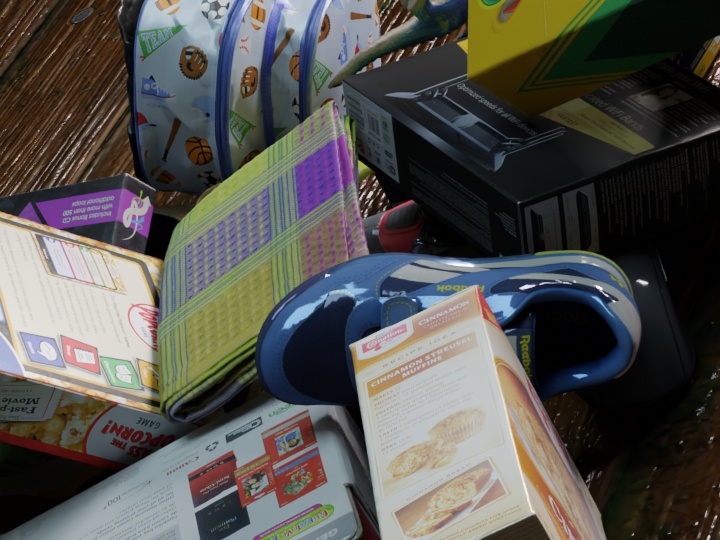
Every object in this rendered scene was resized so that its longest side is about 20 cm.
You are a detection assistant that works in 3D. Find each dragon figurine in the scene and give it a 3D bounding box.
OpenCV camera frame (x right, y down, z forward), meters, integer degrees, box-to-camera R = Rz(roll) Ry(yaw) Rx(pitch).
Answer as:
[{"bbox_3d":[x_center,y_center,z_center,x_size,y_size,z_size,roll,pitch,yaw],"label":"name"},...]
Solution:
[{"bbox_3d":[0.073,-0.171,1.702,0.200,0.099,0.059,-53,30,-2],"label":"dragon figurine"}]

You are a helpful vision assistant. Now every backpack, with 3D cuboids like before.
[{"bbox_3d":[-0.074,-0.133,1.768,0.154,0.200,0.191,9,35,28],"label":"backpack"}]

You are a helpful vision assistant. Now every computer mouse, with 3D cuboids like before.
[{"bbox_3d":[0.097,0.002,1.452,0.140,0.046,0.200,-13,41,0],"label":"computer mouse"}]

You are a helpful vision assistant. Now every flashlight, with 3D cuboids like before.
[{"bbox_3d":[0.000,0.000,1.607,0.200,0.068,0.068,-19,-7,31],"label":"flashlight"}]

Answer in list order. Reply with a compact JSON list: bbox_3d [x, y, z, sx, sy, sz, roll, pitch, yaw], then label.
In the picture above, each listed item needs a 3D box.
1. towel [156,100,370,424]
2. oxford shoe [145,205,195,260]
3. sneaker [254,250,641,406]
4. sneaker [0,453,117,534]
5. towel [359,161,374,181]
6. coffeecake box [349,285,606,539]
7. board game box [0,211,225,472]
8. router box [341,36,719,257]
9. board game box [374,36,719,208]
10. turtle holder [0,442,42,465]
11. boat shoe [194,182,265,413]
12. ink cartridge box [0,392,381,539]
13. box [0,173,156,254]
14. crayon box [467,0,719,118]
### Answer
[{"bbox_3d":[-0.054,-0.005,1.466,0.144,0.023,0.200,-37,27,16],"label":"towel"},{"bbox_3d":[-0.170,-0.008,1.745,0.200,0.073,0.084,-17,-13,31],"label":"oxford shoe"},{"bbox_3d":[0.047,0.033,1.334,0.199,0.074,0.082,-9,20,-7],"label":"sneaker"},{"bbox_3d":[-0.177,0.116,1.557,0.200,0.078,0.082,-17,49,8],"label":"sneaker"},{"bbox_3d":[0.016,-0.081,1.656,0.200,0.018,0.086,-29,26,12],"label":"towel"},{"bbox_3d":[0.066,0.126,1.226,0.073,0.154,0.200,-25,28,8],"label":"coffeecake box"},{"bbox_3d":[-0.178,0.033,1.457,0.046,0.200,0.152,-54,37,26],"label":"board game box"},{"bbox_3d":[0.105,-0.076,1.491,0.157,0.052,0.200,-20,31,-21],"label":"router box"},{"bbox_3d":[0.124,-0.110,1.673,0.165,0.057,0.200,-6,36,37],"label":"board game box"},{"bbox_3d":[-0.265,0.078,1.488,0.141,0.132,0.186,-21,33,16],"label":"turtle holder"},{"bbox_3d":[-0.069,0.022,1.550,0.074,0.066,0.200,-32,50,21],"label":"boat shoe"},{"bbox_3d":[-0.079,0.163,1.366,0.200,0.084,0.176,-28,26,5],"label":"ink cartridge box"},{"bbox_3d":[-0.206,0.044,1.671,0.143,0.036,0.200,-9,64,37],"label":"box"},{"bbox_3d":[0.140,-0.204,1.432,0.172,0.058,0.200,-22,53,36],"label":"crayon box"}]
